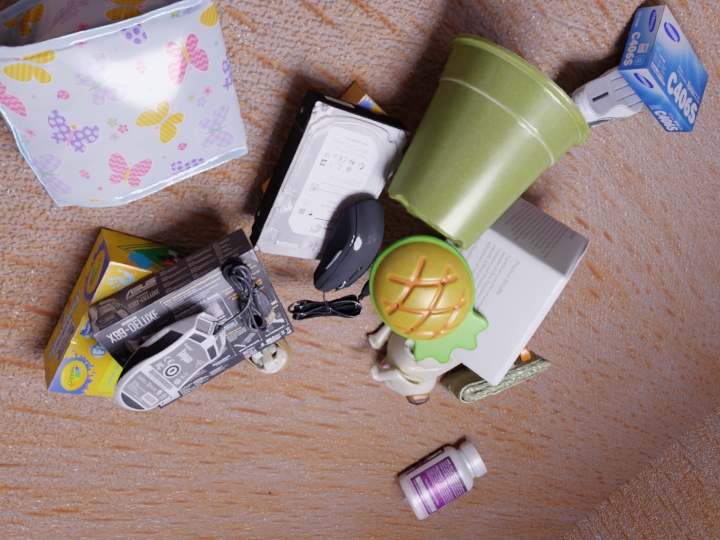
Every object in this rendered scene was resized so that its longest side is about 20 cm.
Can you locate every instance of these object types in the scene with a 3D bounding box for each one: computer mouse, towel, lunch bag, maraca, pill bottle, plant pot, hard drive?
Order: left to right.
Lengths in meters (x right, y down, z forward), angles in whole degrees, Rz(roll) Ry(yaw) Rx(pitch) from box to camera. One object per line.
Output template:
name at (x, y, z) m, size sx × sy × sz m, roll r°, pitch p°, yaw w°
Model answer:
lunch bag at (-0.224, -0.168, 0.541) m, size 0.198 × 0.127 × 0.171 m, roll -29°, pitch 141°, yaw -19°
computer mouse at (-0.193, 0.076, 0.661) m, size 0.199 × 0.044 × 0.110 m, roll -37°, pitch 141°, yaw -10°
hard drive at (-0.040, -0.104, 0.717) m, size 0.138 × 0.038 × 0.202 m, roll 8°, pitch 124°, yaw -36°
computer mouse at (0.000, 0.000, 0.780) m, size 0.139 × 0.046 × 0.202 m, roll 1°, pitch 130°, yaw -45°
maraca at (0.091, 0.042, 0.775) m, size 0.135 × 0.108 × 0.202 m, roll -25°, pitch 117°, yaw 14°
pill bottle at (0.198, 0.494, 1.404) m, size 0.198 × 0.113 × 0.113 m, roll -30°, pitch 138°, yaw -3°
plant pot at (0.132, -0.135, 0.705) m, size 0.199 × 0.200 × 0.191 m, roll 30°, pitch 99°, yaw -44°
towel at (0.266, 0.205, 1.177) m, size 0.197 × 0.148 × 0.037 m, roll -21°, pitch 94°, yaw -8°

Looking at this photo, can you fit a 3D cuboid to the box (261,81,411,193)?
box at (-0.034, -0.124, 0.757) m, size 0.200 × 0.042 × 0.118 m, roll -47°, pitch 136°, yaw 11°

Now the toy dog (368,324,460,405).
toy dog at (0.102, 0.140, 1.017) m, size 0.190 × 0.141 × 0.202 m, roll -2°, pitch 141°, yaw -24°

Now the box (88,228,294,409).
box at (-0.196, 0.062, 0.713) m, size 0.198 × 0.050 × 0.159 m, roll -30°, pitch 136°, yaw -9°

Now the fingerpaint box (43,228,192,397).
fingerpaint box at (-0.282, 0.065, 0.750) m, size 0.165 × 0.074 × 0.202 m, roll 16°, pitch 116°, yaw -41°

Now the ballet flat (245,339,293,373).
ballet flat at (-0.155, 0.118, 0.884) m, size 0.068 × 0.063 × 0.201 m, roll -34°, pitch 138°, yaw 2°

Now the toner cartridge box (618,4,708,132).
toner cartridge box at (0.453, -0.292, 0.872) m, size 0.198 × 0.043 × 0.097 m, roll 20°, pitch 85°, yaw -42°

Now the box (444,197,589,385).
box at (0.206, 0.014, 0.880) m, size 0.199 × 0.170 × 0.201 m, roll -30°, pitch 150°, yaw -54°

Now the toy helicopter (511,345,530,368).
toy helicopter at (0.260, 0.126, 1.124) m, size 0.078 × 0.134 × 0.200 m, roll -23°, pitch 162°, yaw 7°

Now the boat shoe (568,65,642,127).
boat shoe at (0.343, -0.248, 0.855) m, size 0.198 × 0.073 × 0.070 m, roll -19°, pitch -177°, yaw -39°
